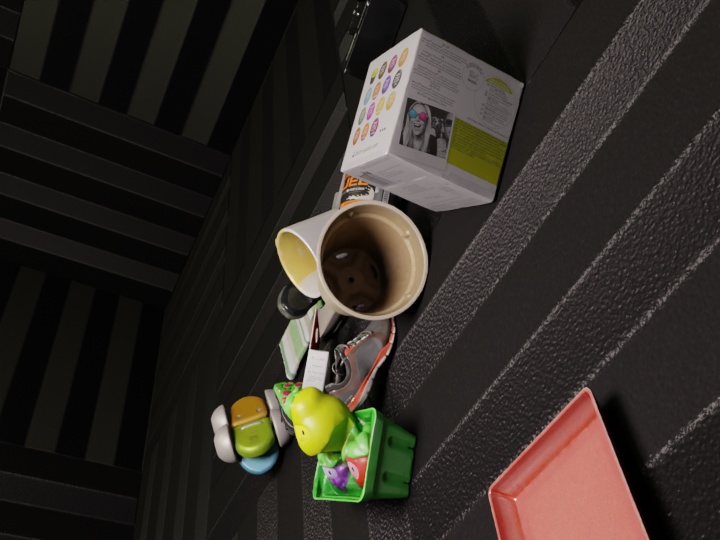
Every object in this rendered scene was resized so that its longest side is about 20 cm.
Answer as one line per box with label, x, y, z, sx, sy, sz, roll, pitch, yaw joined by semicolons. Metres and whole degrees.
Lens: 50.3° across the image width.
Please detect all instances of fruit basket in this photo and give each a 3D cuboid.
fruit basket;-0.035;0.276;1.198;0.215;0.211;0.160;-29;46;61

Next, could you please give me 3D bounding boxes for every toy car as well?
toy car;-0.237;0.377;1.729;0.200;0.171;0.154;-128;24;-65

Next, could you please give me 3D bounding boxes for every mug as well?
mug;-0.080;-0.061;1.565;0.187;0.152;0.151;45;148;21

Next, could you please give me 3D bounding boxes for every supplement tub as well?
supplement tub;0.023;-0.150;1.493;0.122;0.120;0.205;-30;46;60

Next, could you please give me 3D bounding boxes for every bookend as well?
bookend;0.011;-0.577;1.903;0.203;0.090;0.200;-68;20;11

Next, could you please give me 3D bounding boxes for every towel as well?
towel;-0.131;0.136;1.799;0.203;0.030;0.150;-62;25;20

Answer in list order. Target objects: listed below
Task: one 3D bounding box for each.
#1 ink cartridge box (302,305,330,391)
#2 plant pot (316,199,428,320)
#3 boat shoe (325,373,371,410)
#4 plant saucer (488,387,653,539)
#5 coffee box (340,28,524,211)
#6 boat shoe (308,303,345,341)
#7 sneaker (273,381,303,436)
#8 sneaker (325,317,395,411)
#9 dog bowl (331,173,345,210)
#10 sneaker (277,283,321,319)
ink cartridge box;-0.078;0.188;1.487;0.201;0.042;0.178;93;-174;-67
plant pot;0.000;0.000;1.372;0.183;0.195;0.206;141;143;-71
boat shoe;-0.031;0.234;1.398;0.072;0.068;0.201;-64;23;19
plant saucer;0.217;0.262;0.792;0.201;0.036;0.203;-58;26;34
coffee box;0.110;-0.228;1.226;0.199;0.196;0.203;-1;72;67
boat shoe;-0.054;0.093;1.608;0.201;0.056;0.068;124;141;-48
sneaker;-0.149;0.293;1.640;0.200;0.074;0.086;-119;31;-77
sneaker;-0.002;0.143;1.338;0.077;0.081;0.203;-39;22;53
dog bowl;-0.011;-0.202;1.654;0.200;0.057;0.206;-164;89;-83
sneaker;-0.096;0.028;1.626;0.114;0.077;0.198;-46;-9;37
